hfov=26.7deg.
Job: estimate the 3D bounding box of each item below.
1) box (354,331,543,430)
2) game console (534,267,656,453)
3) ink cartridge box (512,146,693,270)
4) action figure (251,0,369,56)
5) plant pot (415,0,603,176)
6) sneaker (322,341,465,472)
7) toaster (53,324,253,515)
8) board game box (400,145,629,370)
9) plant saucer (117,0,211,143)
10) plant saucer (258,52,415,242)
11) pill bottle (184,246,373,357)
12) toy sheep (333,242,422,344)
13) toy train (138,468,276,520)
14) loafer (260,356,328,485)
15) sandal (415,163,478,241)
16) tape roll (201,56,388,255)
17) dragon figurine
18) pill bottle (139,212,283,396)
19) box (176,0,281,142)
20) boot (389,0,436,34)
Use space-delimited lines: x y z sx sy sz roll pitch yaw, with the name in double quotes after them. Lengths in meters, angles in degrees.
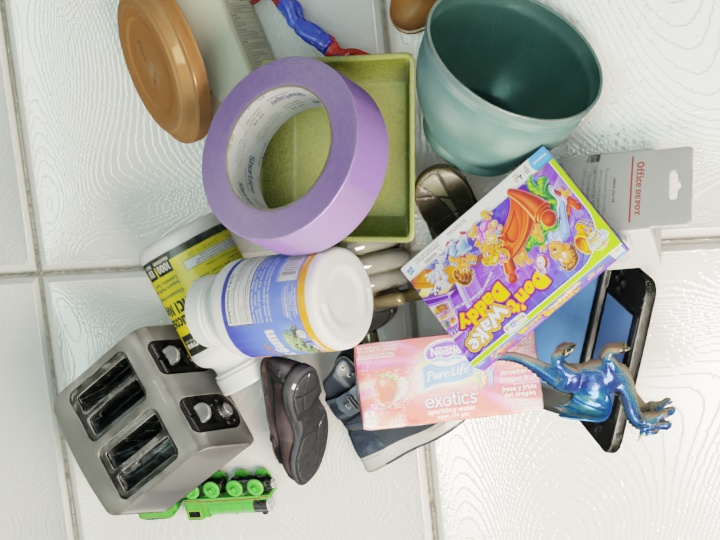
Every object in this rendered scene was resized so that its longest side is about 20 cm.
0.094 0.119 1.673 0.198 0.103 0.096 -7 86 1 "box"
0.231 0.077 1.687 0.115 0.176 0.202 7 105 -12 "game console"
0.263 -0.063 1.638 0.198 0.117 0.068 -5 141 20 "ink cartridge box"
-0.060 -0.243 1.746 0.199 0.065 0.099 35 103 10 "action figure"
0.142 -0.187 1.634 0.200 0.200 0.135 36 136 9 "plant pot"
0.049 0.133 1.775 0.202 0.077 0.147 -31 93 24 "sneaker"
-0.259 0.186 1.849 0.200 0.118 0.182 -38 70 20 "toaster"
0.160 -0.012 1.585 0.200 0.045 0.135 -41 71 11 "board game box"
-0.232 -0.241 1.751 0.200 0.032 0.201 47 149 39 "plant saucer"
-0.018 -0.133 1.670 0.198 0.048 0.202 1 93 29 "plant saucer"
-0.094 0.038 1.671 0.199 0.112 0.113 -8 99 37 "pill bottle"
0.000 0.000 1.739 0.137 0.138 0.202 -10 87 20 "toy sheep"
-0.196 0.285 1.912 0.198 0.042 0.057 -5 109 20 "toy train"
-0.082 0.173 1.809 0.063 0.072 0.201 27 142 26 "loafer"
0.104 -0.049 1.701 0.081 0.055 0.201 -19 132 8 "sandal"
-0.071 -0.120 1.606 0.199 0.066 0.202 -10 71 29 "tape roll"
0.233 0.128 1.592 0.198 0.059 0.100 -1 94 2 "dragon figurine"
-0.172 0.042 1.814 0.112 0.112 0.201 -28 91 21 "pill bottle"
-0.149 -0.234 1.762 0.077 0.095 0.201 -21 92 22 "box"
0.080 -0.336 1.629 0.074 0.155 0.200 41 110 7 "boot"
